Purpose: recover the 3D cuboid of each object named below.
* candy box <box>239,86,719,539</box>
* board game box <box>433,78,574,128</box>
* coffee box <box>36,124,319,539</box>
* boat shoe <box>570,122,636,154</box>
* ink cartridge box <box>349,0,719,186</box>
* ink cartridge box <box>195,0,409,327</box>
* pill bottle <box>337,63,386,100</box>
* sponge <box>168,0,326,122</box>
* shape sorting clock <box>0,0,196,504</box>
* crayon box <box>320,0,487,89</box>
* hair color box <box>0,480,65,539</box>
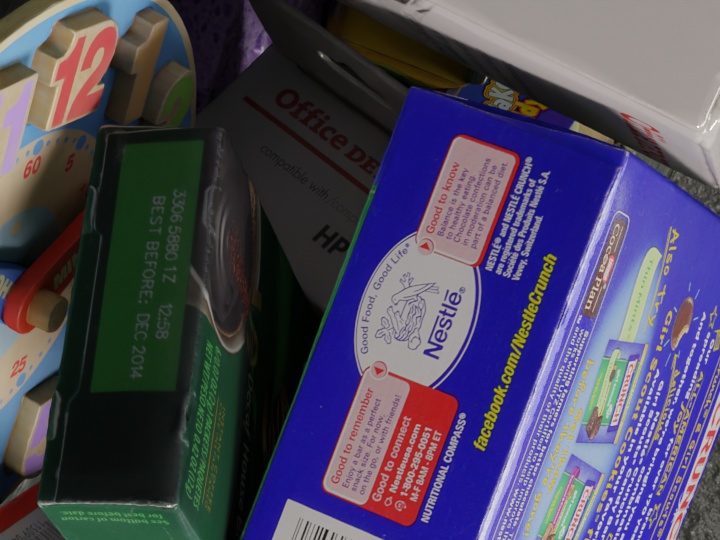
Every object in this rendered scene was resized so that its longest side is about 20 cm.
[{"bbox_3d":[0.050,0.049,0.782,0.200,0.077,0.170,24,87,-66],"label":"candy box"},{"bbox_3d":[0.073,-0.115,0.956,0.200,0.045,0.135,121,-13,-57],"label":"board game box"},{"bbox_3d":[-0.043,0.055,0.778,0.200,0.044,0.123,69,24,-59],"label":"coffee box"},{"bbox_3d":[0.107,-0.088,1.077,0.073,0.063,0.201,121,-16,-56],"label":"boat shoe"},{"bbox_3d":[0.036,-0.109,0.751,0.085,0.200,0.146,-63,170,1],"label":"ink cartridge box"},{"bbox_3d":[0.000,0.000,0.888,0.067,0.116,0.200,-44,144,-11],"label":"ink cartridge box"},{"bbox_3d":[-0.005,0.010,1.110,0.114,0.114,0.200,-56,166,-35],"label":"pill bottle"},{"bbox_3d":[-0.063,-0.040,0.944,0.112,0.030,0.201,-41,154,-64],"label":"sponge"},{"bbox_3d":[-0.106,0.006,0.749,0.200,0.039,0.200,-52,156,-34],"label":"shape sorting clock"},{"bbox_3d":[0.031,-0.135,0.942,0.200,0.051,0.126,-149,-101,-83],"label":"crayon box"},{"bbox_3d":[-0.149,0.166,0.810,0.200,0.061,0.101,-52,174,20],"label":"hair color box"}]
